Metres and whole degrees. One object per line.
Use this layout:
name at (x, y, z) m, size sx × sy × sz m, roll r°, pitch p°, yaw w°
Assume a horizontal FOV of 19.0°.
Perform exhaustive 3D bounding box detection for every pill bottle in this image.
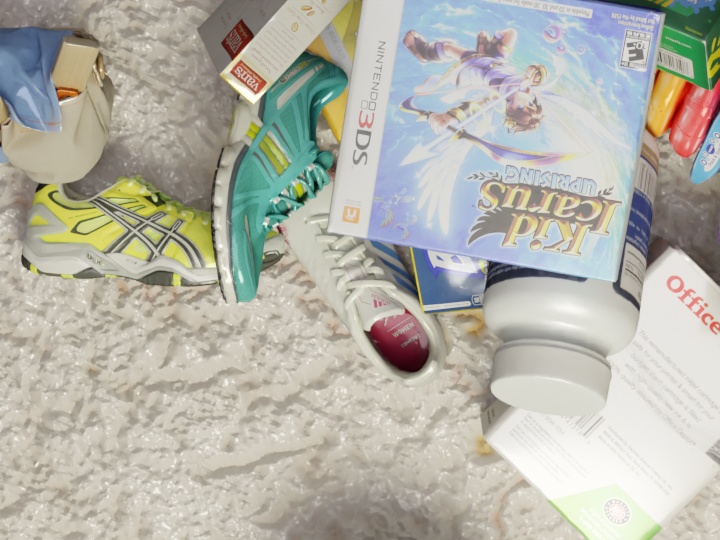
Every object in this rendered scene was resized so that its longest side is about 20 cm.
pill bottle at (0.146, -0.004, 1.522) m, size 0.110 × 0.111 × 0.201 m, roll 10°, pitch 70°, yaw 1°

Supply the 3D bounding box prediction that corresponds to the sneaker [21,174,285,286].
sneaker at (-0.155, -0.031, 1.599) m, size 0.199 × 0.075 × 0.077 m, roll 3°, pitch 97°, yaw 4°

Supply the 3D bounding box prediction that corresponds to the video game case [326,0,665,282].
video game case at (0.089, -0.099, 1.431) m, size 0.199 × 0.045 × 0.182 m, roll 10°, pitch 100°, yaw 5°

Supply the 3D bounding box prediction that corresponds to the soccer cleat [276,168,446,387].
soccer cleat at (0.000, 0.000, 1.595) m, size 0.070 × 0.086 × 0.200 m, roll -36°, pitch 94°, yaw 6°

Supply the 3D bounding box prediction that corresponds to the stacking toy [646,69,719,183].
stacking toy at (0.194, -0.160, 1.553) m, size 0.199 × 0.116 × 0.110 m, roll 27°, pitch 55°, yaw 6°

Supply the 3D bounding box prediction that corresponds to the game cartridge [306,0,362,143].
game cartridge at (0.036, -0.185, 1.600) m, size 0.176 × 0.032 × 0.201 m, roll -27°, pitch 94°, yaw 5°

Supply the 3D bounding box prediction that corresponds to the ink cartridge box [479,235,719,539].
ink cartridge box at (0.209, 0.096, 1.601) m, size 0.145 × 0.084 × 0.200 m, roll 44°, pitch 96°, yaw -4°

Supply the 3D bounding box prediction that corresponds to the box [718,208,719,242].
box at (0.312, -0.115, 1.506) m, size 0.137 × 0.200 × 0.039 m, roll -38°, pitch 55°, yaw -24°

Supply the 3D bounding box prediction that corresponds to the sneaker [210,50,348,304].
sneaker at (-0.061, -0.070, 1.545) m, size 0.079 × 0.078 × 0.201 m, roll 12°, pitch 72°, yaw 6°

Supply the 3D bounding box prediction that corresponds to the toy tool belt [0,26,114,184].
toy tool belt at (-0.281, -0.134, 1.563) m, size 0.199 × 0.123 × 0.125 m, roll -2°, pitch 65°, yaw 1°

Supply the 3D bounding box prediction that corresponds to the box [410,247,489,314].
box at (0.062, -0.073, 1.564) m, size 0.064 × 0.070 × 0.201 m, roll -6°, pitch 112°, yaw 13°

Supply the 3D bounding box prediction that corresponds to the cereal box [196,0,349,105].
cereal box at (-0.030, -0.215, 1.511) m, size 0.040 × 0.144 × 0.200 m, roll 42°, pitch 96°, yaw -20°

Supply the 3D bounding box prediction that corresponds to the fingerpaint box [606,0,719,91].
fingerpaint box at (0.193, -0.243, 1.506) m, size 0.199 × 0.073 × 0.167 m, roll 26°, pitch 73°, yaw 22°
